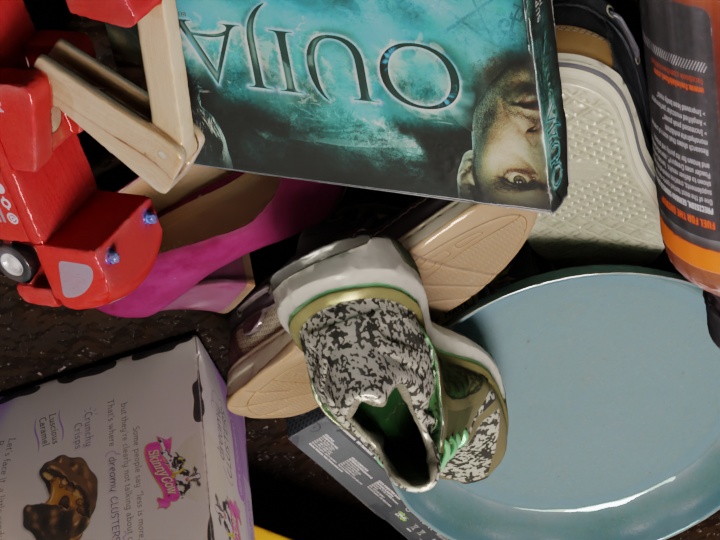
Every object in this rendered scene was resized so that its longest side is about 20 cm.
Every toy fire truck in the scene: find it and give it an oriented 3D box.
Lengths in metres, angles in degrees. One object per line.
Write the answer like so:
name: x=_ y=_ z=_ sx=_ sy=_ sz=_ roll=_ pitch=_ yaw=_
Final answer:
toy fire truck: x=-0.113 y=-0.068 z=1.042 sx=0.140 sy=0.049 sz=0.201 roll=7 pitch=129 yaw=36

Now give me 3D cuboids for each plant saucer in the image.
plant saucer: x=0.107 y=0.067 z=1.211 sx=0.199 sy=0.028 sz=0.201 roll=-4 pitch=132 yaw=-4

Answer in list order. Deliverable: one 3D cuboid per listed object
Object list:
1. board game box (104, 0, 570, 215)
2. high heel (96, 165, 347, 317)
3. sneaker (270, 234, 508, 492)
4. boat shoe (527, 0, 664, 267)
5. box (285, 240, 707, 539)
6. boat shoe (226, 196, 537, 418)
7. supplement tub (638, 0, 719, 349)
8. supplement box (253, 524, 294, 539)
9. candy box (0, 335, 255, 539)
board game box: x=-0.015 y=-0.096 z=1.014 sx=0.199 sy=0.028 sz=0.136 roll=9 pitch=129 yaw=26
high heel: x=-0.068 y=-0.041 z=1.114 sx=0.096 sy=0.068 sz=0.200 roll=6 pitch=139 yaw=-28
sneaker: x=0.017 y=0.066 z=1.107 sx=0.076 sy=0.089 sz=0.200 roll=-19 pitch=148 yaw=15
boat shoe: x=0.104 y=-0.058 z=1.128 sx=0.074 sy=0.063 sz=0.200 roll=1 pitch=153 yaw=14
box: x=0.080 y=0.083 z=1.278 sx=0.157 sy=0.051 sz=0.200 roll=-30 pitch=131 yaw=22
boat shoe: x=0.000 y=0.000 z=1.151 sx=0.072 sy=0.065 sz=0.200 roll=4 pitch=147 yaw=-40
supplement tub: x=0.176 y=-0.061 z=1.070 sx=0.106 sy=0.107 sz=0.201 roll=-8 pitch=119 yaw=1
supplement box: x=-0.020 y=0.216 z=1.331 sx=0.199 sy=0.110 sz=0.109 roll=24 pitch=163 yaw=-28
candy box: x=-0.153 y=0.141 z=1.221 sx=0.199 sy=0.168 sz=0.072 roll=-17 pitch=137 yaw=10
